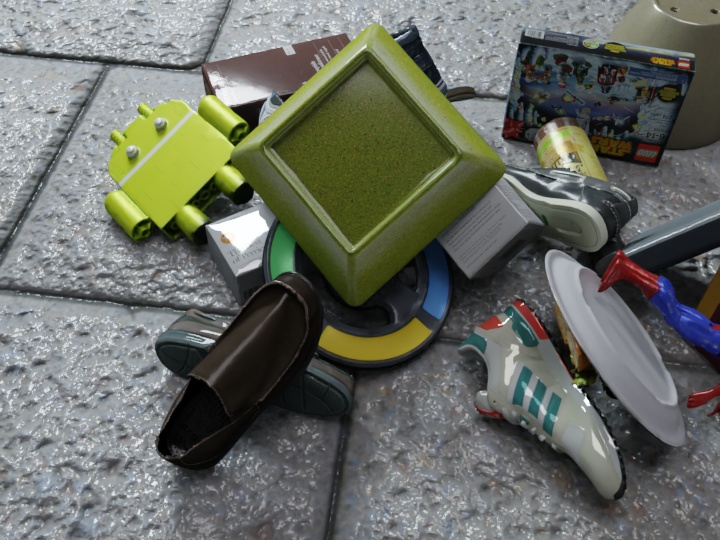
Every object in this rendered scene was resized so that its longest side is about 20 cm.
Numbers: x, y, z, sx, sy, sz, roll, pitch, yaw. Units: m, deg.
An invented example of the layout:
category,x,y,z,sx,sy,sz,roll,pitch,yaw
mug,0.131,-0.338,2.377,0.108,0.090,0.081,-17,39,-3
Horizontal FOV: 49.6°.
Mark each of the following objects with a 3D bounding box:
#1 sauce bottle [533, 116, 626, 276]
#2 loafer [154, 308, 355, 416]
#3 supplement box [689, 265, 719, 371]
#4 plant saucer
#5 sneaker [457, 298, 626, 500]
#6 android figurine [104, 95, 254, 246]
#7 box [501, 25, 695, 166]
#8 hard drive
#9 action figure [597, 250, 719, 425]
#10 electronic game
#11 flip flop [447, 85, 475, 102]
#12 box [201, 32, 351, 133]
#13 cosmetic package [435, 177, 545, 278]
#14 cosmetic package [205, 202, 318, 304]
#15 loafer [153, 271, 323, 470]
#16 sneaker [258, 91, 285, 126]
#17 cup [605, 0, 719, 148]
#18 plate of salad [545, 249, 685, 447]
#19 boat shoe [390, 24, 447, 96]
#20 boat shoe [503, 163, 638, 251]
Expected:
category,x,y,z,sx,sy,sz,roll,pitch,yaw
sauce bottle,0.250,-0.085,0.872,0.064,0.065,0.202,-6,51,-7
loafer,-0.093,0.077,0.729,0.197,0.073,0.063,13,44,13
supplement box,0.457,0.048,0.718,0.198,0.134,0.198,-24,54,-21
plant saucer,0.001,-0.106,0.726,0.200,0.048,0.200,-41,81,2
sneaker,0.158,0.126,0.703,0.093,0.070,0.201,-29,58,4
android figurine,-0.211,-0.119,0.881,0.182,0.041,0.200,-45,63,-5
box,0.276,-0.205,0.928,0.197,0.138,0.040,12,50,10
hard drive,0.356,-0.051,0.751,0.033,0.198,0.139,64,27,2
action figure,0.291,0.077,0.688,0.198,0.100,0.065,32,23,12
electronic game,0.000,0.000,0.774,0.197,0.042,0.203,6,66,-14
flip flop,0.061,-0.166,0.942,0.199,0.058,0.081,-38,20,-25
box,-0.091,-0.227,0.983,0.197,0.076,0.101,-18,52,-14
cosmetic package,0.091,-0.096,0.802,0.085,0.107,0.201,-44,74,18
cosmetic package,-0.060,-0.044,0.842,0.198,0.051,0.083,-25,53,-20
loafer,-0.101,0.091,0.649,0.073,0.071,0.201,35,98,13
sneaker,-0.090,-0.136,0.852,0.077,0.076,0.201,-42,26,9
cup,0.397,-0.276,0.986,0.197,0.144,0.202,0,49,0
plate of salad,0.221,0.070,0.697,0.199,0.048,0.201,39,28,-25
boat shoe,-0.003,-0.209,0.909,0.198,0.092,0.071,-19,24,23
boat shoe,0.204,-0.079,0.835,0.067,0.072,0.199,-38,34,-15
